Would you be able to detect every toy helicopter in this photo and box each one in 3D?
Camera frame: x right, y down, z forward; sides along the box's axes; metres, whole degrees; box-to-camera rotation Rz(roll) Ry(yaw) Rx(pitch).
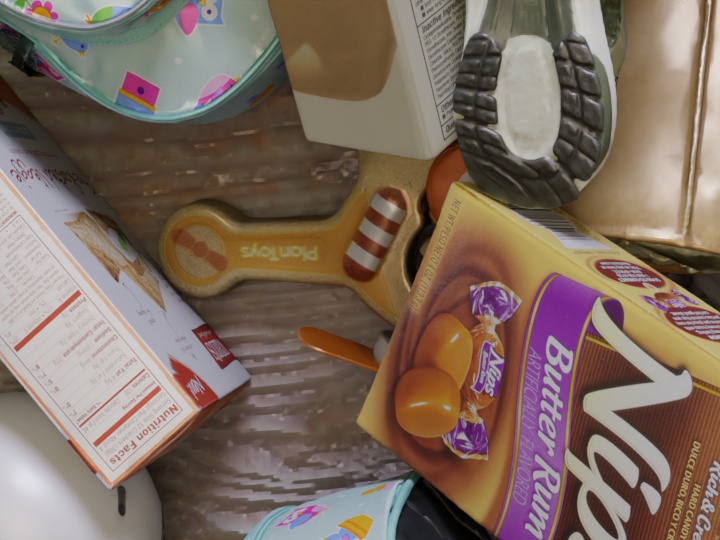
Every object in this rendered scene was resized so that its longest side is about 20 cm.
[{"bbox_3d":[0.000,0.000,0.833,0.198,0.079,0.134,1,102,17],"label":"toy helicopter"}]

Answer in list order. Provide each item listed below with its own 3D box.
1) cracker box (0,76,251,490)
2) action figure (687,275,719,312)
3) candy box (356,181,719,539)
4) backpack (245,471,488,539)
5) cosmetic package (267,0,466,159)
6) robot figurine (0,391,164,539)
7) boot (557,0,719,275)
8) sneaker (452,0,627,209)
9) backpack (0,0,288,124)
[{"bbox_3d":[-0.141,-0.003,0.806,0.058,0.134,0.200,-40,89,6],"label":"cracker box"},{"bbox_3d":[0.186,0.040,0.741,0.198,0.194,0.105,-16,120,1],"label":"action figure"},{"bbox_3d":[0.098,0.061,0.702,0.200,0.056,0.117,35,113,35],"label":"candy box"},{"bbox_3d":[0.008,0.192,0.768,0.152,0.176,0.202,-11,97,17],"label":"backpack"},{"bbox_3d":[0.008,-0.158,0.716,0.071,0.105,0.201,12,129,38],"label":"cosmetic package"},{"bbox_3d":[-0.179,0.149,0.822,0.150,0.125,0.200,43,100,1],"label":"robot figurine"},{"bbox_3d":[0.180,-0.095,0.770,0.174,0.066,0.202,5,74,24],"label":"boot"},{"bbox_3d":[0.079,-0.131,0.711,0.076,0.089,0.202,11,109,18],"label":"sneaker"},{"bbox_3d":[-0.102,-0.161,0.789,0.199,0.153,0.177,33,91,-4],"label":"backpack"}]
